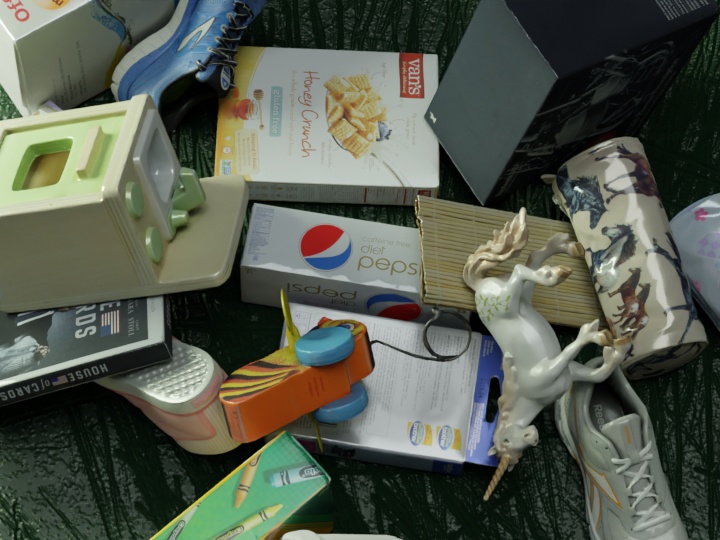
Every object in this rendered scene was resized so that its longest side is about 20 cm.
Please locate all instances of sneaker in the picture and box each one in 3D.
[{"bbox_3d":[-0.165,0.091,1.499,0.200,0.105,0.075,26,70,43],"label":"sneaker"},{"bbox_3d":[0.212,0.162,1.460,0.075,0.092,0.201,-18,66,-12],"label":"sneaker"},{"bbox_3d":[-0.127,-0.198,1.603,0.200,0.078,0.089,-48,57,11],"label":"sneaker"}]

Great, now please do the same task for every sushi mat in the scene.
[{"bbox_3d":[0.131,-0.005,1.532,0.199,0.012,0.096,9,65,-31],"label":"sushi mat"}]

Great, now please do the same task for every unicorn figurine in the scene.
[{"bbox_3d":[0.140,0.064,1.450,0.137,0.074,0.201,-32,65,31],"label":"unicorn figurine"}]

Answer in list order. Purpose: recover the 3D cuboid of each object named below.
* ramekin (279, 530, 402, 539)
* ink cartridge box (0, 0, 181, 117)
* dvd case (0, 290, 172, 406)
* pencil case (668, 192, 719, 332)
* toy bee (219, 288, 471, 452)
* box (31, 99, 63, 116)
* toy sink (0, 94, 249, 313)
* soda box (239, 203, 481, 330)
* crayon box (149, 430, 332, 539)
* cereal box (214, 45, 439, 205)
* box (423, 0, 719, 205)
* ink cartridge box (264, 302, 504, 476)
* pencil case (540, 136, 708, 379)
[{"bbox_3d":[0.003,0.286,1.335,0.093,0.203,0.204,-7,62,-19],"label":"ramekin"},{"bbox_3d":[-0.252,-0.258,1.624,0.199,0.145,0.148,-32,69,-17],"label":"ink cartridge box"},{"bbox_3d":[-0.252,0.042,1.484,0.198,0.025,0.151,-16,40,5],"label":"dvd case"},{"bbox_3d":[0.333,0.030,1.541,0.090,0.083,0.201,-33,66,14],"label":"pencil case"},{"bbox_3d":[-0.028,0.080,1.451,0.199,0.109,0.132,1,103,-25],"label":"toy bee"},{"bbox_3d":[-0.214,-0.072,1.590,0.200,0.042,0.039,38,67,17],"label":"box"},{"bbox_3d":[-0.206,-0.059,1.472,0.198,0.113,0.131,-6,42,15],"label":"toy sink"},{"bbox_3d":[0.000,0.000,1.546,0.198,0.068,0.064,10,61,2],"label":"soda box"},{"bbox_3d":[-0.113,0.222,1.394,0.200,0.119,0.058,-39,70,-17],"label":"crayon box"},{"bbox_3d":[-0.028,-0.130,1.628,0.198,0.040,0.145,1,62,-2],"label":"cereal box"},{"bbox_3d":[0.176,-0.174,1.553,0.181,0.200,0.104,-24,70,-26],"label":"box"},{"bbox_3d":[0.027,0.101,1.512,0.198,0.042,0.120,8,64,4],"label":"ink cartridge box"},{"bbox_3d":[0.225,-0.006,1.538,0.089,0.078,0.201,-23,75,24],"label":"pencil case"}]
